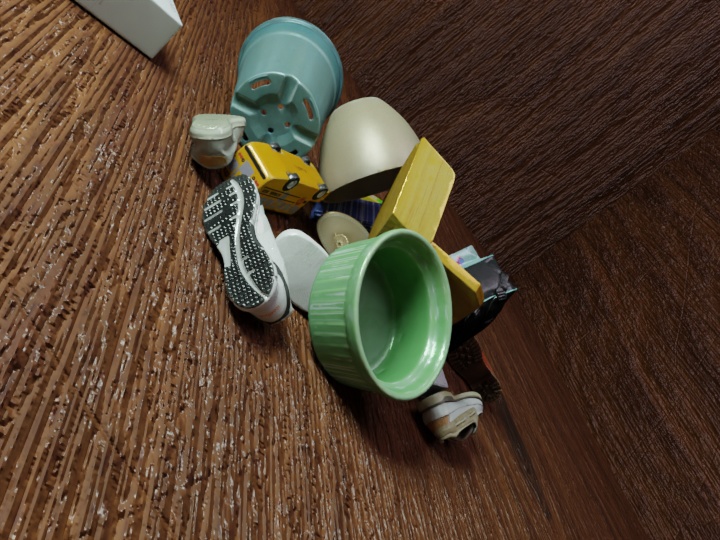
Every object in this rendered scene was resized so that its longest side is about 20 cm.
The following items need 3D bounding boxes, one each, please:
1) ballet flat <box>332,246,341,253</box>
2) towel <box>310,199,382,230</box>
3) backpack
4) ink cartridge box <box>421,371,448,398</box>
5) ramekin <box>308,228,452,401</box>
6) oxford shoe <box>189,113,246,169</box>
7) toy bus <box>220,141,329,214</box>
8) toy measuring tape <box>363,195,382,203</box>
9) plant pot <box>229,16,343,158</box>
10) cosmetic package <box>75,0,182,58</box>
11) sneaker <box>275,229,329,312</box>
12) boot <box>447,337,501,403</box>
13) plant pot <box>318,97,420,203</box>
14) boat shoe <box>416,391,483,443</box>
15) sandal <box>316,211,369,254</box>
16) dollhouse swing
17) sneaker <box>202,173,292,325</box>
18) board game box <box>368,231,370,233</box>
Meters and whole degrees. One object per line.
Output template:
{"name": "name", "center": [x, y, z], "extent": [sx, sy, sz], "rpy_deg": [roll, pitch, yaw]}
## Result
{"name": "ballet flat", "center": [0.017, 0.054, 0.941], "extent": [0.064, 0.070, 0.205], "rpy_deg": [-14, 75, -43]}
{"name": "towel", "center": [0.008, -0.100, 1.113], "extent": [0.193, 0.025, 0.146], "rpy_deg": [11, 22, -4]}
{"name": "backpack", "center": [0.174, 0.064, 1.160], "extent": [0.172, 0.203, 0.155], "rpy_deg": [-24, 62, -29]}
{"name": "ink cartridge box", "center": [0.074, 0.103, 1.009], "extent": [0.108, 0.049, 0.205], "rpy_deg": [29, 38, -58]}
{"name": "ramekin", "center": [0.024, 0.055, 0.767], "extent": [0.197, 0.096, 0.208], "rpy_deg": [5, 84, -48]}
{"name": "oxford shoe", "center": [-0.195, -0.180, 0.828], "extent": [0.201, 0.072, 0.060], "rpy_deg": [-106, -166, -68]}
{"name": "toy bus", "center": [-0.118, -0.132, 0.906], "extent": [0.066, 0.078, 0.199], "rpy_deg": [56, 15, 11]}
{"name": "toy measuring tape", "center": [-0.006, -0.142, 1.331], "extent": [0.196, 0.075, 0.074], "rpy_deg": [30, 20, -6]}
{"name": "plant pot", "center": [-0.129, -0.292, 1.021], "extent": [0.200, 0.198, 0.199], "rpy_deg": [46, 25, -26]}
{"name": "cosmetic package", "center": [-0.334, -0.384, 0.790], "extent": [0.199, 0.070, 0.103], "rpy_deg": [31, 28, -57]}
{"name": "sneaker", "center": [-0.058, 0.018, 0.827], "extent": [0.202, 0.074, 0.089], "rpy_deg": [53, 2, -32]}
{"name": "boot", "center": [0.237, 0.188, 1.342], "extent": [0.203, 0.074, 0.108], "rpy_deg": [58, 10, -22]}
{"name": "plant pot", "center": [0.009, -0.213, 1.043], "extent": [0.200, 0.194, 0.139], "rpy_deg": [-11, 84, -73]}
{"name": "boat shoe", "center": [0.154, 0.242, 0.987], "extent": [0.198, 0.074, 0.070], "rpy_deg": [16, 46, -56]}
{"name": "sandal", "center": [0.005, -0.003, 1.014], "extent": [0.214, 0.077, 0.070], "rpy_deg": [54, 8, -24]}
{"name": "dollhouse swing", "center": [0.110, -0.048, 0.912], "extent": [0.172, 0.186, 0.200], "rpy_deg": [25, -23, -4]}
{"name": "sneaker", "center": [-0.129, -0.023, 0.703], "extent": [0.080, 0.072, 0.204], "rpy_deg": [56, 12, -55]}
{"name": "board game box", "center": [0.025, -0.027, 1.162], "extent": [0.166, 0.056, 0.201], "rpy_deg": [49, 17, -18]}
